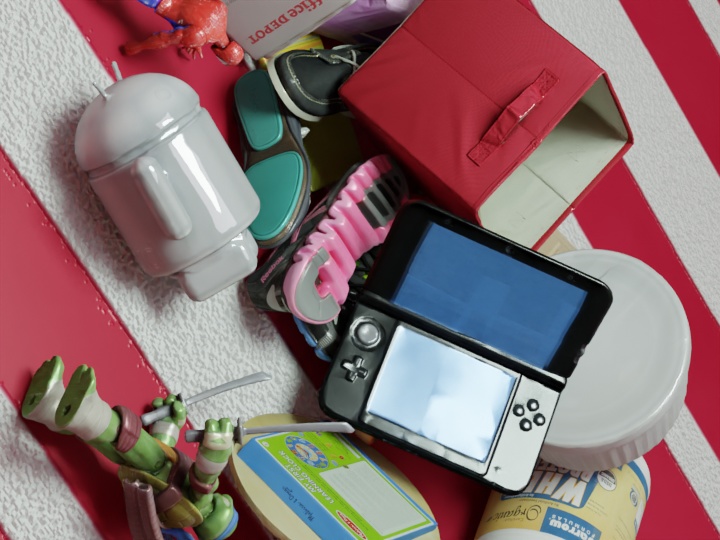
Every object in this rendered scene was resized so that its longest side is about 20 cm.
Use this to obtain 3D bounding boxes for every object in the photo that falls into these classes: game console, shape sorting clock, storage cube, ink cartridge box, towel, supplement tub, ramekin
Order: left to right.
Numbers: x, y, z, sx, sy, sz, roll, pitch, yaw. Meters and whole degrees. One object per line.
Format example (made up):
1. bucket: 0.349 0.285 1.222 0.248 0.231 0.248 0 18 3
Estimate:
1. ink cartridge box: -0.102 -0.299 1.731 0.200 0.145 0.084 42 47 -22
2. towel: -0.058 -0.175 1.848 0.086 0.018 0.202 -23 94 -46
3. shape sorting clock: -0.022 0.191 1.668 0.199 0.039 0.200 29 22 -13
4. game console: 0.088 0.068 1.690 0.199 0.119 0.173 24 66 -2
5. storage cube: 0.115 -0.136 1.787 0.180 0.171 0.200 42 -2 23
6. supplement tub: 0.181 0.252 1.854 0.145 0.144 0.201 47 46 -25
7. ramekin: 0.207 0.089 1.812 0.094 0.200 0.204 61 33 -55

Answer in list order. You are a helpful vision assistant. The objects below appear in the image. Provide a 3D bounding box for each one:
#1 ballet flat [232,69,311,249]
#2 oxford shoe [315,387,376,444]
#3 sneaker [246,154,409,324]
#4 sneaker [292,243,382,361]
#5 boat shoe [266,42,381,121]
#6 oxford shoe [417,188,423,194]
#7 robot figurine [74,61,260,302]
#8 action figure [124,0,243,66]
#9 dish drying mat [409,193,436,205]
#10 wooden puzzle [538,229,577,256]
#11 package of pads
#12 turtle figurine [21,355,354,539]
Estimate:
1. ballet flat: -0.071 -0.088 1.743 0.073 0.073 0.201 29 38 -38
2. oxford shoe: 0.033 0.067 1.793 0.073 0.072 0.200 32 47 10
3. sneaker: -0.032 -0.032 1.756 0.200 0.095 0.079 -50 121 -37
4. sneaker: 0.000 0.000 1.794 0.071 0.082 0.200 52 45 -20
5. boat shoe: -0.020 -0.178 1.796 0.200 0.067 0.072 -8 69 -62
6. oxford shoe: 0.088 -0.050 1.922 0.074 0.070 0.201 -28 97 -46
7. robot figurine: -0.158 -0.076 1.623 0.201 0.112 0.170 60 2 -13
8. action figure: -0.189 -0.228 1.695 0.199 0.099 0.065 38 50 -4
9. dish drying mat: 0.073 0.032 1.872 0.076 0.018 0.202 8 82 -23
10. wooden puzzle: 0.172 0.061 1.950 0.200 0.046 0.187 37 67 -48
11. package of pads: 0.036 -0.252 1.880 0.199 0.120 0.076 14 75 -52
12. turtle figurine: -0.148 0.113 1.547 0.193 0.200 0.144 33 19 -31
